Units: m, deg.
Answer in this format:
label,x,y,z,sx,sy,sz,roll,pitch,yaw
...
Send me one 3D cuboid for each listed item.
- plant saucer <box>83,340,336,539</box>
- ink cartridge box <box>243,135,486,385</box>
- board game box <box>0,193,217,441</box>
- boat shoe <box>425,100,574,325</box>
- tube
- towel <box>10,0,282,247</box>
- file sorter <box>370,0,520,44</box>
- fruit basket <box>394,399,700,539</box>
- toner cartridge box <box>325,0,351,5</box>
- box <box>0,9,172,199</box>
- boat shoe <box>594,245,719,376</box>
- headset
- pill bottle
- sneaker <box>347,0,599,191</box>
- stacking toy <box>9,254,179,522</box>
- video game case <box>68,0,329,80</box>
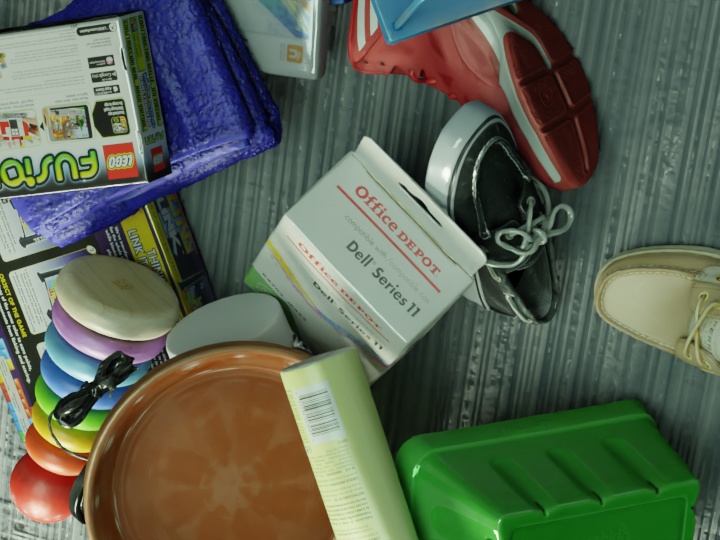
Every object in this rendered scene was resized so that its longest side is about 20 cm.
label,x,y,z,sx,sy,sz,roll,pitch,yaw
plant saucer,-0.079,0.141,1.559,0.200,0.032,0.200,-3,104,-11
ink cartridge box,0.000,0.000,1.559,0.117,0.067,0.200,46,160,3
board game box,-0.196,0.004,1.707,0.165,0.057,0.200,-15,100,22
boat shoe,0.092,-0.029,1.527,0.068,0.074,0.199,30,152,27
tube,0.004,0.148,1.510,0.052,0.058,0.200,-18,91,4
towel,-0.163,-0.110,1.597,0.200,0.050,0.148,-23,100,27
file sorter,0.056,-0.261,1.450,0.139,0.123,0.200,-19,88,-10
fruit basket,0.097,0.165,1.595,0.215,0.216,0.156,10,108,18
toner cartridge box,-0.102,-0.218,1.612,0.200,0.043,0.095,-4,103,22
box,-0.227,-0.103,1.584,0.200,0.035,0.110,-5,102,24
boat shoe,0.240,0.034,1.542,0.200,0.069,0.074,13,110,17
headset,-0.139,0.148,1.627,0.123,0.094,0.200,23,155,52
pill bottle,-0.060,0.120,1.636,0.111,0.111,0.200,-8,117,23
sneaker,0.068,-0.130,1.571,0.115,0.078,0.200,-26,91,39
stacking toy,-0.192,0.092,1.662,0.085,0.085,0.200,27,118,11
video game case,-0.104,-0.233,1.572,0.182,0.022,0.200,10,109,18
